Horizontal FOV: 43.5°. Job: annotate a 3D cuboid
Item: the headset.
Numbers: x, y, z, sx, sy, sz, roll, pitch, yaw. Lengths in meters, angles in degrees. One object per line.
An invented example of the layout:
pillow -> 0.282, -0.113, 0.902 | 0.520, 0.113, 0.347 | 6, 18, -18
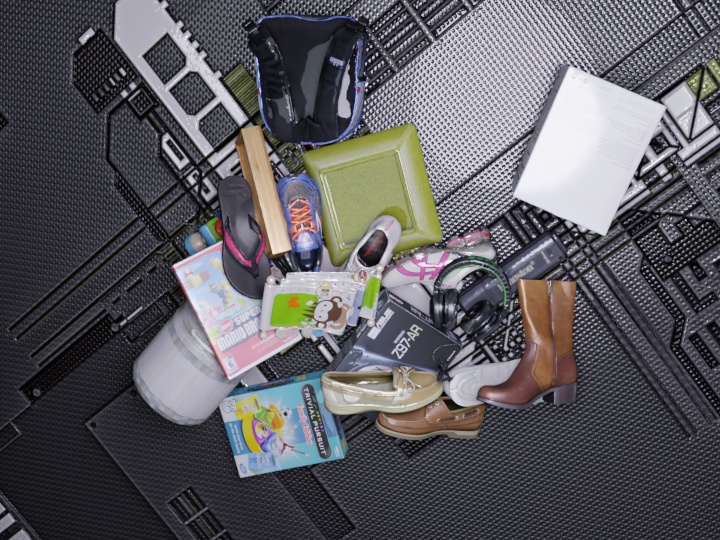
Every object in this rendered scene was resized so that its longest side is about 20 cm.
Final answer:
headset -> 0.162, 0.077, 1.425 | 0.122, 0.094, 0.202 | 20, 113, 0

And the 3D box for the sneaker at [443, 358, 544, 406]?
sneaker -> 0.232, 0.182, 1.506 | 0.197, 0.080, 0.078 | 1, 90, -11

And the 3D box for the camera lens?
camera lens -> -0.276, 0.149, 1.531 | 0.160, 0.160, 0.200 | 42, 106, -2

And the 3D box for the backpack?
backpack -> -0.075, -0.292, 1.400 | 0.197, 0.154, 0.194 | 5, 96, 14

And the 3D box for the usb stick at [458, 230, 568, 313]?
usb stick -> 0.247, 0.009, 1.478 | 0.199, 0.033, 0.056 | -37, 94, 15

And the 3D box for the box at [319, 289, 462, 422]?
box -> 0.050, 0.155, 1.518 | 0.159, 0.044, 0.201 | 32, 106, -18

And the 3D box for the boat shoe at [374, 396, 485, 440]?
boat shoe -> 0.118, 0.236, 1.505 | 0.198, 0.072, 0.069 | 3, 114, -28

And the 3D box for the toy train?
toy train -> -0.206, -0.002, 1.531 | 0.115, 0.085, 0.201 | -28, 99, 26

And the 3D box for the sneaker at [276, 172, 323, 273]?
sneaker -> -0.089, -0.067, 1.460 | 0.074, 0.079, 0.202 | -13, 126, -3

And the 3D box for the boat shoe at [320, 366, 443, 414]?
boat shoe -> 0.036, 0.187, 1.469 | 0.197, 0.073, 0.064 | -5, 119, 4

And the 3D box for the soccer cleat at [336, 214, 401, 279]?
soccer cleat -> 0.000, 0.000, 1.440 | 0.068, 0.085, 0.201 | 34, 110, 5

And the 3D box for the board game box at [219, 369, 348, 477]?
board game box -> -0.137, 0.272, 1.596 | 0.197, 0.047, 0.153 | -13, 101, 12

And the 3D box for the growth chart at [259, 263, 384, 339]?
growth chart -> -0.063, 0.053, 1.416 | 0.197, 0.018, 0.146 | -5, 129, -7

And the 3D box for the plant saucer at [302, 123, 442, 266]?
plant saucer -> 0.017, -0.117, 1.479 | 0.197, 0.048, 0.202 | -13, 101, 12

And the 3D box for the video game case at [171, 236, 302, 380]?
video game case -> -0.196, 0.052, 1.443 | 0.142, 0.017, 0.202 | -28, 95, -25

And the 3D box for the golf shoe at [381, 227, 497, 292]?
golf shoe -> 0.126, 0.001, 1.469 | 0.198, 0.073, 0.093 | -18, 89, 14

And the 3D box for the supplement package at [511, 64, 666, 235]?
supplement package -> 0.334, -0.185, 1.356 | 0.150, 0.151, 0.202 | 23, 106, 2

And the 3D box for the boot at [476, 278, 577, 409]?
boot -> 0.267, 0.115, 1.437 | 0.185, 0.068, 0.203 | -3, 92, -14

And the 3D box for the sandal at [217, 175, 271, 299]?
sandal -> -0.185, -0.053, 1.426 | 0.074, 0.045, 0.203 | -11, 88, -26

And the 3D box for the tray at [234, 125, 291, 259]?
tray -> -0.157, -0.123, 1.458 | 0.037, 0.099, 0.203 | -15, 89, -15
